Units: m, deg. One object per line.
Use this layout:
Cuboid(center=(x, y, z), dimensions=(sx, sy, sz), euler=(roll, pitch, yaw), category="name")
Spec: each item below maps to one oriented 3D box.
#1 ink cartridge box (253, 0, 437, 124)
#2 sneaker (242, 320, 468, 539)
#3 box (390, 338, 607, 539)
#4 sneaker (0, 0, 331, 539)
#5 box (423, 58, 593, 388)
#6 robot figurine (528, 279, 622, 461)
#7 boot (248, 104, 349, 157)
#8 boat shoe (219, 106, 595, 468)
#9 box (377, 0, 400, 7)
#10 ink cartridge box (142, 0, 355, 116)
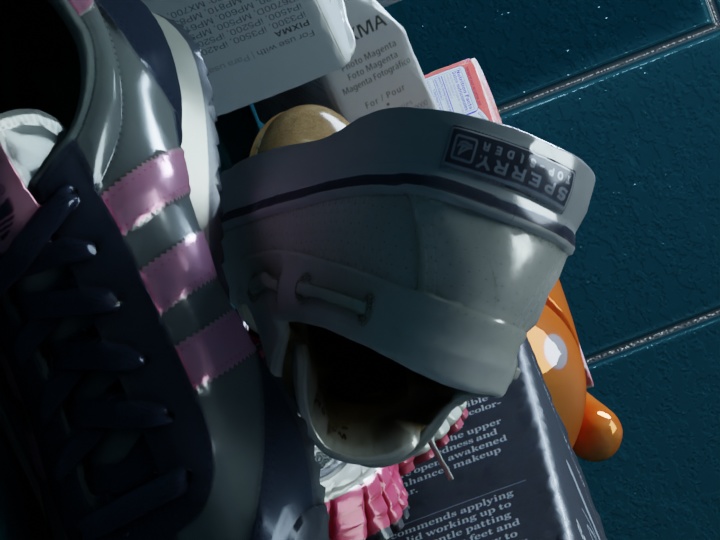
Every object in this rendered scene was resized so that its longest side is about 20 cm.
Cuboid(center=(-0.036, -0.138, 1.166), dimensions=(0.163, 0.057, 0.201), euler=(40, -28, 62), category="ink cartridge box")
Cuboid(center=(-0.016, 0.037, 0.805), dimensions=(0.200, 0.080, 0.075), euler=(-62, 128, -81), category="sneaker")
Cuboid(center=(0.040, 0.131, 0.885), dimensions=(0.200, 0.104, 0.149), euler=(-100, 168, -63), category="box")
Cuboid(center=(-0.066, 0.009, 0.591), dimensions=(0.082, 0.070, 0.201), euler=(33, 31, -50), category="sneaker")
Cuboid(center=(0.062, -0.013, 1.605), dimensions=(0.095, 0.102, 0.201), euler=(56, 14, -66), category="box")
Cuboid(center=(0.039, 0.032, 1.152), dimensions=(0.200, 0.116, 0.144), euler=(-99, 167, -62), category="robot figurine")
Cuboid(center=(0.000, 0.000, 1.035), dimensions=(0.076, 0.073, 0.201), euler=(101, -20, -50), category="boot")
Cuboid(center=(0.000, 0.012, 0.641), dimensions=(0.200, 0.071, 0.070), euler=(164, -55, -71), category="boat shoe")
Cuboid(center=(-0.049, -0.235, 1.351), dimensions=(0.124, 0.097, 0.201), euler=(47, 24, -74), category="box")
Cuboid(center=(-0.081, -0.164, 0.878), dimensions=(0.200, 0.083, 0.146), euler=(62, 10, -48), category="ink cartridge box")
